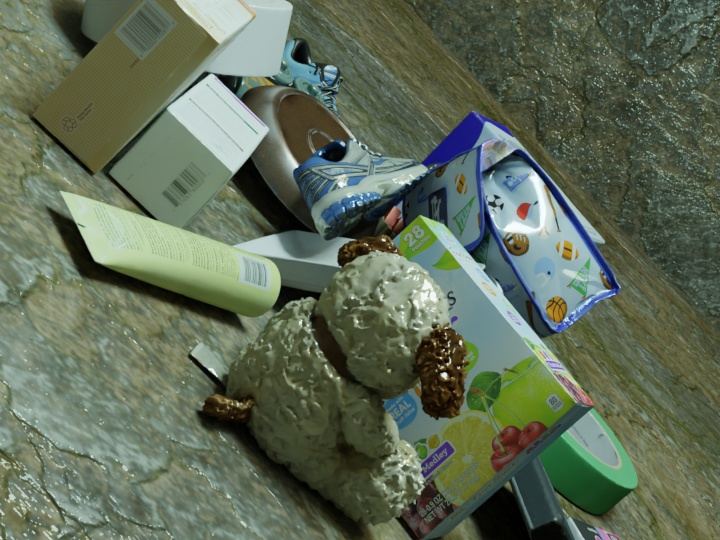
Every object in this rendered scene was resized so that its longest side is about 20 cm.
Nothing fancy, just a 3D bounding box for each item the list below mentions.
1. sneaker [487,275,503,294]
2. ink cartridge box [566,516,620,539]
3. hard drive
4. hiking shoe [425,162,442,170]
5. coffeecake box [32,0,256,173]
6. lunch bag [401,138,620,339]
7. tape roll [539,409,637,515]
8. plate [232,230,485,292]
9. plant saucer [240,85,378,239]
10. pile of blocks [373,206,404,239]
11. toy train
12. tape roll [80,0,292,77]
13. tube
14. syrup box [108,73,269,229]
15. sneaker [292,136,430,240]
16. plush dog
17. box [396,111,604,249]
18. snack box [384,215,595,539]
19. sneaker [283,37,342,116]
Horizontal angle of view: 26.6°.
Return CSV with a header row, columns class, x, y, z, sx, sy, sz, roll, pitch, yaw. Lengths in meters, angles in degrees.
class,x,y,z,sx,sy,sz,roll,pitch,yaw
sneaker,0.128,0.087,1.461,0.146,0.077,0.202,49,-17,-1
ink cartridge box,0.253,0.320,1.398,0.095,0.037,0.200,28,25,-48
hard drive,0.160,0.210,1.342,0.200,0.033,0.140,-107,173,-60
hiking shoe,0.093,-0.016,1.674,0.101,0.076,0.200,136,-57,-73
coffeecake box,-0.178,-0.179,1.303,0.073,0.154,0.200,44,15,-8
lunch bag,0.134,-0.023,1.540,0.200,0.124,0.170,60,-30,-3
tape roll,0.215,0.173,1.649,0.200,0.048,0.200,42,15,-14
plate,0.000,0.000,1.394,0.200,0.032,0.200,11,9,14
plant saucer,-0.043,-0.116,1.568,0.200,0.032,0.200,39,31,-29
pile of blocks,0.024,-0.032,1.638,0.082,0.062,0.200,30,21,-45
toy train,-0.106,-0.181,1.654,0.200,0.085,0.114,34,28,-36
tape roll,-0.171,-0.249,1.492,0.202,0.071,0.202,12,16,-4
tube,-0.145,-0.009,1.172,0.058,0.052,0.200,4,-11,39
syrup box,-0.146,-0.107,1.344,0.081,0.079,0.200,44,15,-6
sneaker,0.000,-0.097,1.502,0.085,0.077,0.200,53,26,7
plush dog,-0.011,0.060,1.097,0.160,0.172,0.200,25,26,-52
box,0.145,-0.048,1.772,0.200,0.184,0.105,52,18,23
snack box,0.057,0.086,1.220,0.200,0.169,0.068,51,13,20
sneaker,-0.058,-0.206,1.817,0.078,0.090,0.200,23,28,-55
